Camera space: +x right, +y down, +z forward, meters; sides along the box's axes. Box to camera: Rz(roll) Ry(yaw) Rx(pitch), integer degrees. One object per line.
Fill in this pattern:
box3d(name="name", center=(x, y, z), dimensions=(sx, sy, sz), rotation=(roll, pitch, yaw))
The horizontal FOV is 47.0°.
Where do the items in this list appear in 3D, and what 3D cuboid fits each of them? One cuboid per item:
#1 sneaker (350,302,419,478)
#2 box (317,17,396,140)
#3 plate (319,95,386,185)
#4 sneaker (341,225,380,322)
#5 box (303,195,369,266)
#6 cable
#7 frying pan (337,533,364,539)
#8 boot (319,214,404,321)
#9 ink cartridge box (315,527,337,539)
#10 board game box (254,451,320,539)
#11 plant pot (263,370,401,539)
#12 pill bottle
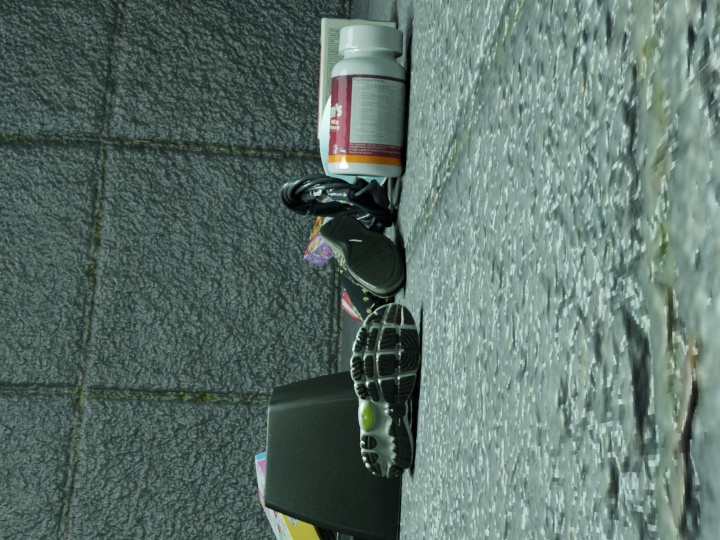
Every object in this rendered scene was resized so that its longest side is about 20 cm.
box3d(name="sneaker", center=(0.026, 0.131, 0.946), dimensions=(0.085, 0.076, 0.203), rotation=(-77, -9, -79))
box3d(name="box", center=(-0.009, -0.324, 1.428), dimensions=(0.109, 0.126, 0.203), rotation=(-108, 21, -80))
box3d(name="plate", center=(0.003, -0.215, 1.317), dimensions=(0.199, 0.025, 0.203), rotation=(4, 95, 51))
box3d(name="sneaker", center=(0.000, 0.000, 1.530), dimensions=(0.113, 0.070, 0.202), rotation=(101, 169, -48))
box3d(name="box", center=(-0.030, -0.105, 1.497), dimensions=(0.200, 0.039, 0.138), rotation=(-35, 34, 55))
box3d(name="cable", center=(-0.032, -0.097, 1.260), dimensions=(0.200, 0.161, 0.051), rotation=(34, -124, -72))
box3d(name="frying pan", center=(0.015, 0.358, 1.267), dimensions=(0.191, 0.031, 0.116), rotation=(-58, -37, -37))
box3d(name="boot", center=(0.021, 0.020, 1.193), dimensions=(0.204, 0.073, 0.155), rotation=(44, 160, 52))
box3d(name="ink cartridge box", center=(-0.043, 0.465, 1.380), dimensions=(0.166, 0.074, 0.201), rotation=(59, 160, 28))
box3d(name="board game box", center=(-0.113, 0.412, 1.343), dimensions=(0.201, 0.040, 0.154), rotation=(57, 157, 35))
box3d(name="plant pot", center=(-0.040, 0.240, 1.124), dimensions=(0.200, 0.175, 0.202), rotation=(-169, 81, -86))
box3d(name="pill bottle", center=(0.011, -0.236, 1.175), dimensions=(0.110, 0.108, 0.203), rotation=(-127, 39, -85))
